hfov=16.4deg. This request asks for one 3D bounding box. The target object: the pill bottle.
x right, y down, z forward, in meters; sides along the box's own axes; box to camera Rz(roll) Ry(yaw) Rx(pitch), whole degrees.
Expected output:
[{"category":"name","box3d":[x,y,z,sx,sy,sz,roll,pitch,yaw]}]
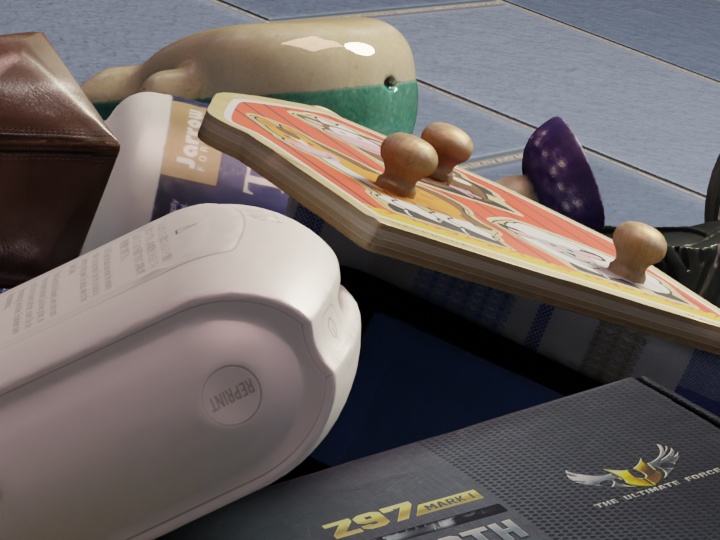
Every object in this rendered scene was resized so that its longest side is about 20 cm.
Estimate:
[{"category":"pill bottle","box3d":[-0.062,-0.015,1.089,0.200,0.111,0.111,12,18,-8]}]

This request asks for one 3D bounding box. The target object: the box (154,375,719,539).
[{"category":"box","box3d":[0.037,0.098,0.720,0.200,0.051,0.158,-14,20,-20]}]

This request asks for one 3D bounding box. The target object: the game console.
[{"category":"game console","box3d":[0.032,0.090,0.835,0.200,0.031,0.177,25,42,4]}]

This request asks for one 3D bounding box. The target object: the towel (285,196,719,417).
[{"category":"towel","box3d":[0.051,0.047,0.933,0.200,0.147,0.024,23,48,6]}]

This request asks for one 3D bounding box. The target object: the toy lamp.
[{"category":"toy lamp","box3d":[0.000,0.000,1.014,0.200,0.058,0.058,-22,25,-6]}]

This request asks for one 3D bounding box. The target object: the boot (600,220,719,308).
[{"category":"boot","box3d":[0.086,0.023,1.093,0.168,0.077,0.200,-7,9,44]}]

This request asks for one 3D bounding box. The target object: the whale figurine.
[{"category":"whale figurine","box3d":[-0.062,-0.080,1.350,0.200,0.104,0.159,-3,6,36]}]

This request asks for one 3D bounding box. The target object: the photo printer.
[{"category":"photo printer","box3d":[-0.095,0.045,0.757,0.200,0.070,0.166,-25,11,-2]}]

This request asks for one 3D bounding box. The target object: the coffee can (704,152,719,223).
[{"category":"coffee can","box3d":[0.278,-0.003,1.265,0.146,0.147,0.200,9,19,-18]}]

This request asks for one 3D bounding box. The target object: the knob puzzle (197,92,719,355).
[{"category":"knob puzzle","box3d":[0.030,-0.033,0.892,0.219,0.031,0.220,22,10,-4]}]

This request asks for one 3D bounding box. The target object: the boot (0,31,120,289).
[{"category":"boot","box3d":[-0.189,-0.082,0.892,0.199,0.187,0.064,-3,1,-16]}]

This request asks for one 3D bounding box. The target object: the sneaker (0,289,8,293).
[{"category":"sneaker","box3d":[-0.110,0.045,0.955,0.070,0.078,0.200,-6,5,-36]}]
